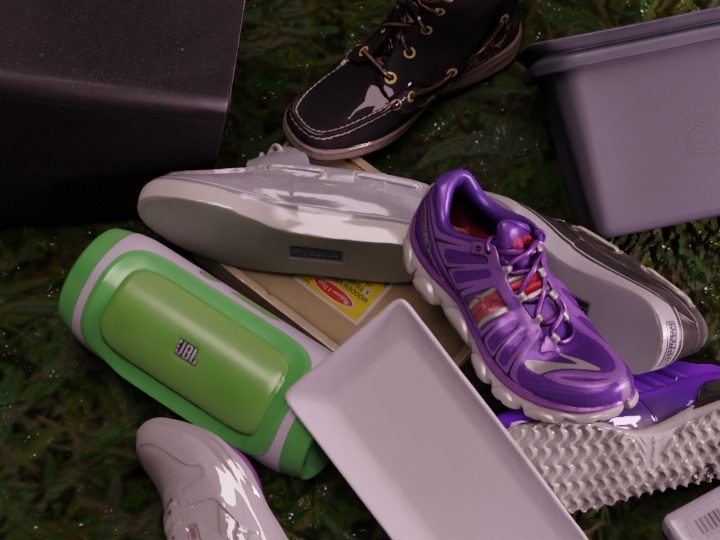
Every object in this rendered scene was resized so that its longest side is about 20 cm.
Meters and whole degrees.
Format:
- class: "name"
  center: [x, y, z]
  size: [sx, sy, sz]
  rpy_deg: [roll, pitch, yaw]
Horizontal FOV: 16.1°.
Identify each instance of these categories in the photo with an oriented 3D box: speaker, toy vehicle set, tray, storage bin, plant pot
- class: "speaker"
  center: [-0.098, 0.053, 1.653]
  size: [0.199, 0.089, 0.089]
  rpy_deg: [31, 67, 17]
- class: "toy vehicle set"
  center: [0.000, 0.000, 1.710]
  size: [0.200, 0.027, 0.124]
  rpy_deg: [37, 69, 19]
- class: "tray"
  center: [0.051, 0.123, 1.565]
  size: [0.107, 0.022, 0.200]
  rpy_deg: [-39, 86, 23]
- class: "storage bin"
  center: [0.213, -0.099, 1.707]
  size: [0.198, 0.146, 0.135]
  rpy_deg: [-10, 90, -4]
- class: "plant pot"
  center: [-0.172, -0.147, 1.710]
  size: [0.176, 0.200, 0.201]
  rpy_deg: [10, 62, -6]

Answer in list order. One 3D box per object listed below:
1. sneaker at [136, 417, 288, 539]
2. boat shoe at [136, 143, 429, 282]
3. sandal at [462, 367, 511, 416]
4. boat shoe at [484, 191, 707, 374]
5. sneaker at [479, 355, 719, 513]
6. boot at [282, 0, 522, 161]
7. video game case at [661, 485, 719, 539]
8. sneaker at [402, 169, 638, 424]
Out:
- class: "sneaker"
  center: [-0.094, 0.176, 1.585]
  size: [0.099, 0.075, 0.200]
  rpy_deg: [-27, 62, -24]
- class: "boat shoe"
  center: [-0.045, -0.044, 1.685]
  size: [0.199, 0.070, 0.072]
  rpy_deg: [9, 58, 0]
- class: "sandal"
  center: [0.087, 0.151, 1.619]
  size: [0.076, 0.043, 0.201]
  rpy_deg: [-11, 63, -4]
- class: "boat shoe"
  center: [0.135, 0.007, 1.653]
  size: [0.200, 0.071, 0.063]
  rpy_deg: [34, 28, 32]
- class: "sneaker"
  center: [0.159, 0.093, 1.626]
  size: [0.199, 0.070, 0.100]
  rpy_deg: [-5, 35, -18]
- class: "boot"
  center: [0.035, -0.168, 1.716]
  size: [0.199, 0.151, 0.073]
  rpy_deg: [-28, 62, -23]
- class: "video game case"
  center: [0.321, 0.187, 1.606]
  size: [0.199, 0.022, 0.183]
  rpy_deg: [-27, 65, -13]
- class: "sneaker"
  center: [0.097, 0.016, 1.578]
  size: [0.080, 0.084, 0.200]
  rpy_deg: [-23, 56, -34]
